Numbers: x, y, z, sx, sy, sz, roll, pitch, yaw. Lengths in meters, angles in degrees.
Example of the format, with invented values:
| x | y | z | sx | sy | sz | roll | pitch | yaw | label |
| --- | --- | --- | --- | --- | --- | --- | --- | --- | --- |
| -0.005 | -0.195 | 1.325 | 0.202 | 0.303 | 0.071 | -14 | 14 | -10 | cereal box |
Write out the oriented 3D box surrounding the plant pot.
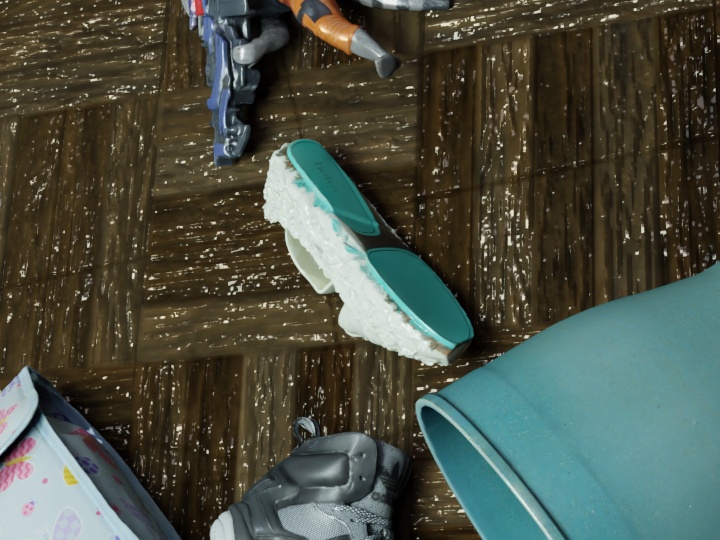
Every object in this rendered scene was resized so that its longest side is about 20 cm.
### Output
| x | y | z | sx | sy | sz | roll | pitch | yaw | label |
| --- | --- | --- | --- | --- | --- | --- | --- | --- | --- |
| 0.161 | 0.098 | 0.895 | 0.187 | 0.200 | 0.200 | -35 | 59 | -10 | plant pot |

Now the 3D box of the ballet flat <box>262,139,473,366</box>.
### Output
| x | y | z | sx | sy | sz | roll | pitch | yaw | label |
| --- | --- | --- | --- | --- | --- | --- | --- | --- | --- |
| 0.000 | 0.000 | 1.076 | 0.072 | 0.072 | 0.200 | -40 | 58 | 5 | ballet flat |

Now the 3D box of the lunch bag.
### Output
| x | y | z | sx | sy | sz | roll | pitch | yaw | label |
| --- | --- | --- | --- | --- | --- | --- | --- | --- | --- |
| -0.218 | 0.178 | 1.062 | 0.170 | 0.127 | 0.200 | -43 | 53 | 1 | lunch bag |

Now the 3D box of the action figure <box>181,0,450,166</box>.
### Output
| x | y | z | sx | sy | sz | roll | pitch | yaw | label |
| --- | --- | --- | --- | --- | --- | --- | --- | --- | --- |
| -0.046 | -0.170 | 1.158 | 0.192 | 0.104 | 0.202 | 11 | 102 | 34 | action figure |

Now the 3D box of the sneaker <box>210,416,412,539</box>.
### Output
| x | y | z | sx | sy | sz | roll | pitch | yaw | label |
| --- | --- | --- | --- | --- | --- | --- | --- | --- | --- |
| 0.008 | 0.162 | 0.992 | 0.199 | 0.075 | 0.114 | 30 | 87 | 33 | sneaker |
